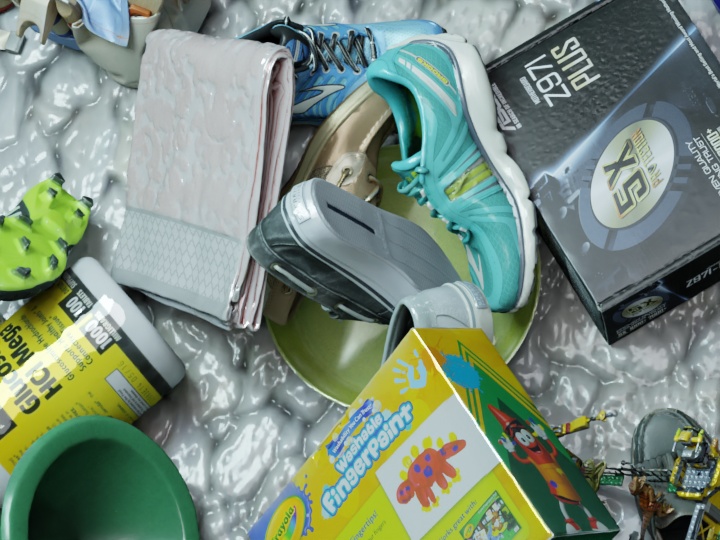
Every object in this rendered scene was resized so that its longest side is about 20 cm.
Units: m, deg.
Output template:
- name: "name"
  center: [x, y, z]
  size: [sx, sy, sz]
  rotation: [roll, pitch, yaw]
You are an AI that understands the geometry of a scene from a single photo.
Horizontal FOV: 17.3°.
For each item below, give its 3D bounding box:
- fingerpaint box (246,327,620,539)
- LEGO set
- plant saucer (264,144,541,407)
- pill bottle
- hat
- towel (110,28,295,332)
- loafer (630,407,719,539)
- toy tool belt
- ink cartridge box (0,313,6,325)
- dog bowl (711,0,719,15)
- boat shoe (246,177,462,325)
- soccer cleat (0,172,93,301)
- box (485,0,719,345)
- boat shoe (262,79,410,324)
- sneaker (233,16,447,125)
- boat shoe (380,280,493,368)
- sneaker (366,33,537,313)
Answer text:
- name: "fingerpaint box"
  center: [0.042, 0.162, 1.472]
  size: [0.200, 0.073, 0.167]
  rotation: [-53, 56, 29]
- name: "LEGO set"
  center: [0.141, 0.157, 1.521]
  size: [0.200, 0.116, 0.154]
  rotation: [10, 69, 46]
- name: "plant saucer"
  center: [0.030, 0.009, 1.676]
  size: [0.199, 0.031, 0.201]
  rotation: [-3, 72, 8]
- name: "pill bottle"
  center: [-0.229, 0.093, 1.645]
  size: [0.200, 0.112, 0.112]
  rotation: [-41, 70, -6]
- name: "hat"
  center: [-0.233, 0.208, 1.624]
  size: [0.166, 0.176, 0.200]
  rotation: [57, 43, -13]
- name: "towel"
  center: [-0.112, -0.067, 1.629]
  size: [0.032, 0.200, 0.192]
  rotation: [6, 96, -31]
- name: "loafer"
  center: [0.227, 0.180, 1.569]
  size: [0.072, 0.063, 0.201]
  rotation: [-15, 70, 4]
- name: "toy tool belt"
  center: [-0.216, -0.217, 1.741]
  size: [0.199, 0.123, 0.125]
  rotation: [16, 75, 14]
- name: "ink cartridge box"
  center: [-0.352, 0.068, 1.657]
  size: [0.200, 0.144, 0.084]
  rotation: [-40, 69, -6]
- name: "dog bowl"
  center: [0.339, -0.246, 1.686]
  size: [0.199, 0.079, 0.201]
  rotation: [-3, 72, 8]
- name: "boat shoe"
  center: [0.000, 0.000, 1.581]
  size: [0.071, 0.200, 0.072]
  rotation: [-28, 48, 27]
- name: "soccer cleat"
  center: [-0.241, -0.007, 1.646]
  size: [0.067, 0.200, 0.081]
  rotation: [40, 108, -3]
- name: "box"
  center: [0.189, -0.080, 1.650]
  size: [0.163, 0.086, 0.200]
  rotation: [-29, 70, 0]
- name: "boat shoe"
  center: [-0.015, -0.053, 1.656]
  size: [0.064, 0.071, 0.200]
  rotation: [36, 89, 12]
- name: "sneaker"
  center: [-0.032, -0.143, 1.704]
  size: [0.199, 0.090, 0.079]
  rotation: [-12, 70, 5]
- name: "boat shoe"
  center: [0.029, 0.095, 1.571]
  size: [0.071, 0.201, 0.070]
  rotation: [-4, 35, -28]
- name: "sneaker"
  center: [0.060, -0.061, 1.615]
  size: [0.079, 0.077, 0.201]
  rotation: [-19, 86, -29]
